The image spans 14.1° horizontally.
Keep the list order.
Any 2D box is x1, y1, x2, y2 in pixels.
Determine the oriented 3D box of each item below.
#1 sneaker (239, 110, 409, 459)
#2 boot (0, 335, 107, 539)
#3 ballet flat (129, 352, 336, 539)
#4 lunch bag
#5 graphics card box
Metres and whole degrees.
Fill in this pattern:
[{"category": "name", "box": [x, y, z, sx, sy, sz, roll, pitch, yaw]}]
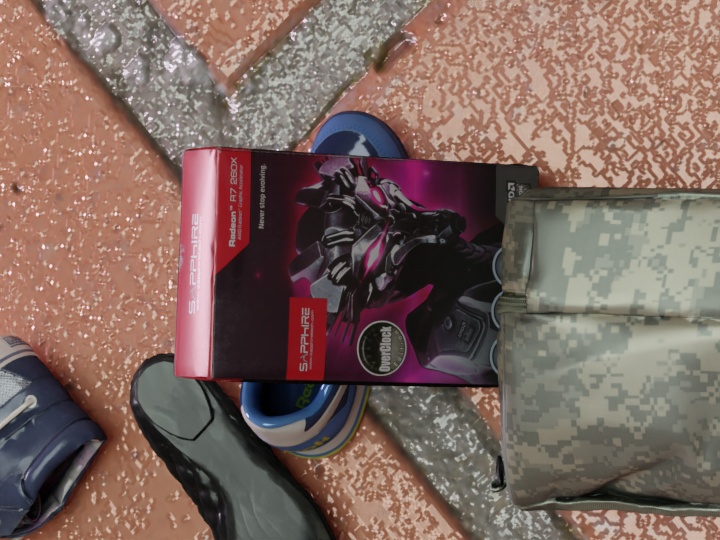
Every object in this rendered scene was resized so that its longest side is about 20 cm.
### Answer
[{"category": "sneaker", "box": [-0.020, 0.009, 1.635, 0.074, 0.082, 0.201, 11, 92, 23]}, {"category": "boot", "box": [-0.241, 0.140, 1.720, 0.090, 0.073, 0.200, 44, 103, 22]}, {"category": "ballet flat", "box": [-0.063, 0.131, 1.673, 0.066, 0.057, 0.200, -34, 83, 5]}, {"category": "lunch bag", "box": [0.168, 0.047, 1.526, 0.199, 0.139, 0.169, 2, 83, 17]}, {"category": "graphics card box", "box": [0.000, 0.000, 1.579, 0.051, 0.199, 0.126, -2, 85, 63]}]
